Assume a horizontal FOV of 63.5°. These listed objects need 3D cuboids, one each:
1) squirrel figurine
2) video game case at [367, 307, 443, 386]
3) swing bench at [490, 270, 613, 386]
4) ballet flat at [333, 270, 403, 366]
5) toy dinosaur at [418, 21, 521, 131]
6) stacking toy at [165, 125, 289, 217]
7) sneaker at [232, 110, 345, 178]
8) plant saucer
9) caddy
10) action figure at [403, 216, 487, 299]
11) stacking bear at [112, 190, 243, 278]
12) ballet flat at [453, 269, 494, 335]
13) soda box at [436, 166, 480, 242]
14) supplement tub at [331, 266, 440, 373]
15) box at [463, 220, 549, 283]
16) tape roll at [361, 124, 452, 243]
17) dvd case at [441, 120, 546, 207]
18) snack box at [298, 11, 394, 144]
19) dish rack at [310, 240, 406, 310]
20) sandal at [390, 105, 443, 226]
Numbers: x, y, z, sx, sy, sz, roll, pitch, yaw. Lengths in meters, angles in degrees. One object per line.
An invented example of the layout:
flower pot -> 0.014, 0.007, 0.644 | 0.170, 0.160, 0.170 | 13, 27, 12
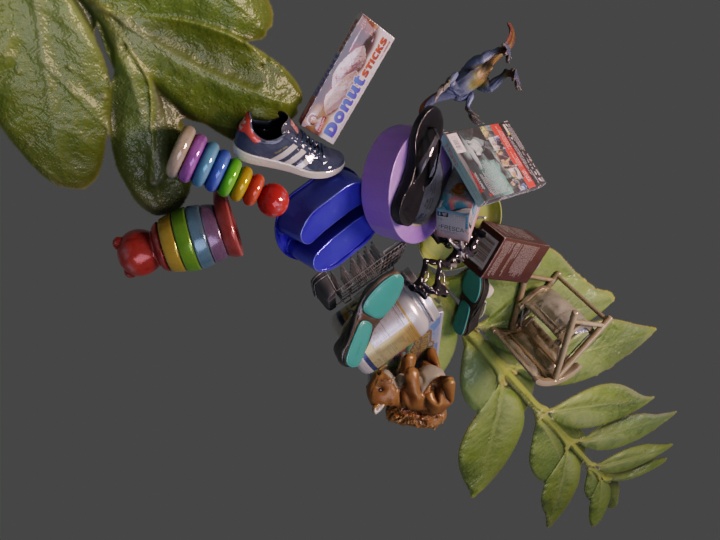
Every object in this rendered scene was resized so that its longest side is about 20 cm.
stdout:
squirrel figurine -> 0.105, 0.293, 1.332 | 0.182, 0.142, 0.204 | -9, 123, -11
video game case -> 0.104, 0.190, 1.360 | 0.178, 0.022, 0.204 | -11, 124, -18
swing bench -> 0.437, 0.130, 1.362 | 0.127, 0.200, 0.203 | 8, 118, -28
ballet flat -> 0.006, 0.082, 1.095 | 0.068, 0.068, 0.203 | 33, 86, -38
toy dinosaur -> 0.191, -0.324, 1.039 | 0.178, 0.202, 0.106 | -13, 125, 33
stacking toy -> -0.205, -0.148, 0.931 | 0.197, 0.086, 0.086 | 26, 109, -19
sneaker -> -0.108, -0.213, 0.963 | 0.196, 0.076, 0.086 | 4, 132, -27
plant saucer -> 0.203, -0.094, 1.216 | 0.195, 0.031, 0.204 | -13, 126, -17
caddy -> -0.061, -0.095, 1.044 | 0.199, 0.104, 0.143 | -38, 134, -18
action figure -> 0.166, -0.046, 1.118 | 0.102, 0.118, 0.202 | 44, 70, -32
stacking bear -> -0.304, -0.048, 0.969 | 0.195, 0.114, 0.124 | -17, 127, -8
ballet flat -> 0.261, 0.062, 1.328 | 0.067, 0.068, 0.203 | -15, 136, -27
soda box -> 0.195, -0.147, 1.077 | 0.062, 0.202, 0.069 | 10, 139, 18
supplement tub -> 0.052, 0.101, 1.201 | 0.198, 0.145, 0.145 | -35, 129, 0
box -> 0.312, -0.038, 1.246 | 0.197, 0.075, 0.102 | 7, 119, -45
tape roll -> 0.087, -0.155, 1.044 | 0.198, 0.065, 0.205 | -23, 121, -46
dvd case -> 0.246, -0.200, 1.068 | 0.197, 0.148, 0.022 | -19, 165, -40
snack box -> -0.025, -0.317, 0.971 | 0.071, 0.024, 0.202 | 22, 110, -33
dish rack -> 0.000, 0.000, 1.129 | 0.198, 0.055, 0.154 | -35, 170, -10
sandal -> 0.107, -0.172, 0.976 | 0.075, 0.042, 0.205 | 13, 92, -52
